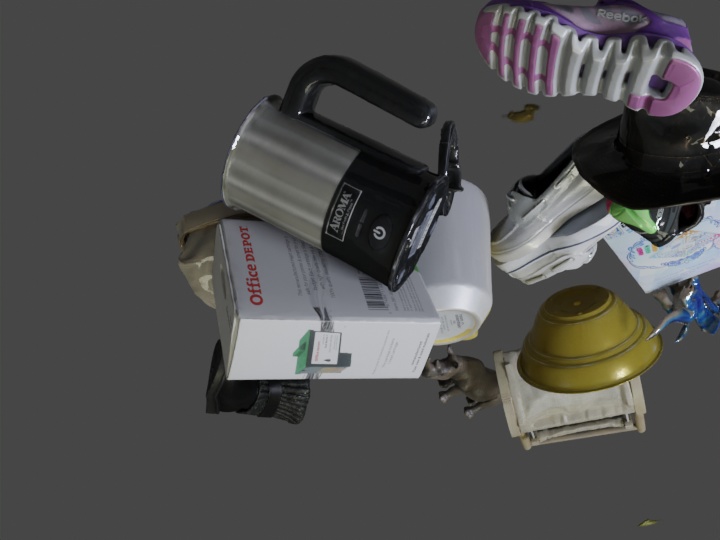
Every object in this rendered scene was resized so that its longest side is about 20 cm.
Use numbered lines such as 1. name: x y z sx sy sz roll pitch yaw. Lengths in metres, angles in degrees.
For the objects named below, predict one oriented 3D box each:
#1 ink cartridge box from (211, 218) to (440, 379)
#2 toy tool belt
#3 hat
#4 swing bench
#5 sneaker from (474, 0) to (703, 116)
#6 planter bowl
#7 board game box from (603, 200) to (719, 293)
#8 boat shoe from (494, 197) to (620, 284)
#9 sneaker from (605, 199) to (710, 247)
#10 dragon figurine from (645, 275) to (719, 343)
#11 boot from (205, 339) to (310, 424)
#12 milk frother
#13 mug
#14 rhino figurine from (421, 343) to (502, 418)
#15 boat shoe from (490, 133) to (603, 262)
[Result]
1. ink cartridge box: -0.041 0.028 0.804 0.197 0.147 0.085 2 130 -19
2. toy tool belt: -0.104 -0.049 0.900 0.197 0.124 0.126 -18 132 -3
3. hat: 0.296 -0.140 0.757 0.197 0.202 0.082 -9 129 6
4. swing bench: 0.321 0.184 1.245 0.196 0.132 0.200 -13 158 15
5. sneaker: 0.201 -0.203 0.721 0.197 0.089 0.081 16 149 9
6. planter bowl: 0.300 0.076 1.110 0.197 0.201 0.084 -13 111 12
7. board game box: 0.405 -0.061 0.991 0.198 0.044 0.199 -24 142 25
8. boat shoe: 0.243 -0.036 0.958 0.065 0.074 0.199 35 151 -17
9. sneaker: 0.317 -0.081 0.845 0.084 0.200 0.077 48 138 3
10. dragon figurine: 0.439 0.059 1.091 0.058 0.200 0.100 -20 108 39
11. boot: -0.149 0.168 1.226 0.155 0.081 0.212 9 156 -8
12. milk frother: -0.001 -0.098 0.809 0.186 0.182 0.200 27 -178 12
13. mug: 0.100 0.002 0.945 0.185 0.155 0.149 16 141 -31
14. rhino figurine: 0.163 0.171 1.297 0.087 0.060 0.199 -35 135 23
15. boat shoe: 0.202 -0.080 0.918 0.068 0.073 0.200 33 141 -16
